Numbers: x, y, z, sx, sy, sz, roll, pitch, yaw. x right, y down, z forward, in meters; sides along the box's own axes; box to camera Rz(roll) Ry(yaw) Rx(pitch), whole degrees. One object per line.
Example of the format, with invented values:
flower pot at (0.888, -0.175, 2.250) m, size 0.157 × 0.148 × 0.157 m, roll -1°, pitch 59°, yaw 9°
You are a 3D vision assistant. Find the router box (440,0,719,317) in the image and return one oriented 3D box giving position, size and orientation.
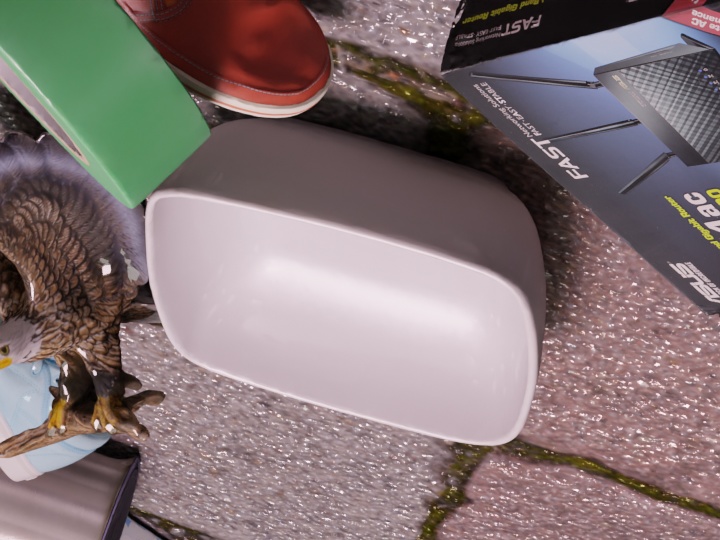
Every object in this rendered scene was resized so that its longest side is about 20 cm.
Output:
router box at (0.152, -0.063, 0.952) m, size 0.149 × 0.062 × 0.200 m, roll -10°, pitch 141°, yaw 46°

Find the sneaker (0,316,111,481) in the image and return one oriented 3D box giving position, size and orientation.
sneaker at (-0.208, 0.045, 1.403) m, size 0.082 × 0.074 × 0.200 m, roll -18°, pitch 138°, yaw 6°

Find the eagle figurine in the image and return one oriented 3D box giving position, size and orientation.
eagle figurine at (-0.179, 0.005, 1.262) m, size 0.151 × 0.151 × 0.201 m, roll -25°, pitch 107°, yaw 0°

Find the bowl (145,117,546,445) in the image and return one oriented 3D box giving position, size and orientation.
bowl at (0.000, 0.000, 1.156) m, size 0.199 × 0.075 × 0.200 m, roll 15°, pitch 152°, yaw 9°

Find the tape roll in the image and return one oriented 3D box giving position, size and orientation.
tape roll at (-0.146, -0.114, 0.962) m, size 0.200 × 0.048 × 0.200 m, roll 47°, pitch 175°, yaw 5°

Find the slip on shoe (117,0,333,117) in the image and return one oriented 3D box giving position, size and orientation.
slip on shoe at (-0.076, -0.135, 0.968) m, size 0.061 × 0.074 × 0.200 m, roll -13°, pitch 134°, yaw 42°

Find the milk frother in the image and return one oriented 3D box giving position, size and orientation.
milk frother at (-0.258, 0.169, 1.602) m, size 0.187 × 0.181 × 0.200 m, roll 19°, pitch -164°, yaw 1°

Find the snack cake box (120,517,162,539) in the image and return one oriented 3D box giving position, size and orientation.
snack cake box at (-0.216, 0.236, 1.738) m, size 0.199 × 0.067 × 0.115 m, roll -9°, pitch 143°, yaw 44°
